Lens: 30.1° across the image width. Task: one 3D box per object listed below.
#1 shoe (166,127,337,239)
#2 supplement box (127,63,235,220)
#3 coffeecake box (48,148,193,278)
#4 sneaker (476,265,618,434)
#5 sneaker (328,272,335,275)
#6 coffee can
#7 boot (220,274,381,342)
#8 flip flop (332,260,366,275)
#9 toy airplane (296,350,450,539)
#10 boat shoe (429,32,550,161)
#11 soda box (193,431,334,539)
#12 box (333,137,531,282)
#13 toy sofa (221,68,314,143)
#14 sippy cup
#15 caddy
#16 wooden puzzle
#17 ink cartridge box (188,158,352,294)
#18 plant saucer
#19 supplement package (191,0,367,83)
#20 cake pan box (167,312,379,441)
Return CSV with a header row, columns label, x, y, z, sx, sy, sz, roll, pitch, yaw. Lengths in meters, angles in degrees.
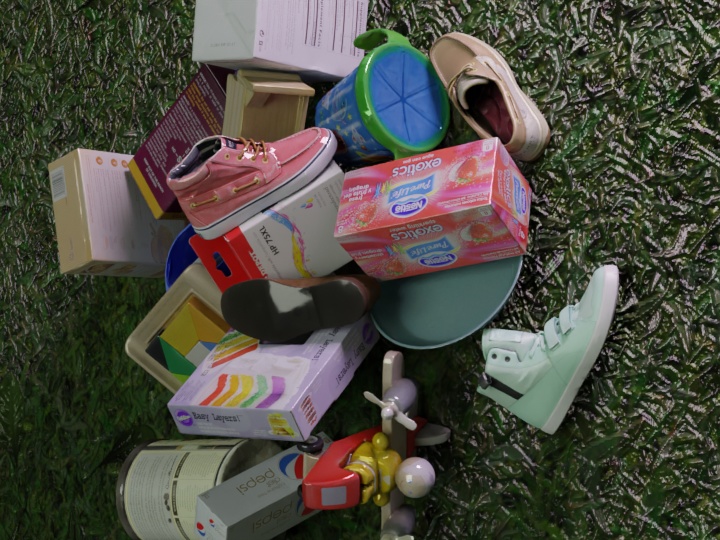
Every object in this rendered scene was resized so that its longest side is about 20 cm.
label,x,y,z,sx,sy,sz,roll,pitch,yaw
shoe,-0.126,-0.126,1.553,0.199,0.091,0.072,-34,34,-3
supplement box,-0.194,-0.166,1.779,0.200,0.130,0.104,-47,62,29
coffeecake box,-0.318,-0.074,1.835,0.073,0.199,0.155,-19,75,39
sneaker,0.196,0.069,1.439,0.117,0.074,0.202,24,109,2
sneaker,-0.063,0.095,1.661,0.073,0.070,0.202,24,118,42
coffee can,-0.202,0.293,1.753,0.199,0.146,0.148,-7,84,40
boot,-0.068,0.038,1.555,0.198,0.075,0.074,-4,101,27
flip flop,0.000,0.000,1.651,0.199,0.057,0.082,10,94,40
toy airplane,0.037,0.216,1.523,0.140,0.200,0.200,19,72,43
boat shoe,0.139,-0.207,1.535,0.200,0.066,0.074,50,118,30
soda box,-0.104,0.275,1.631,0.064,0.199,0.069,37,135,33
box,0.082,-0.065,1.508,0.198,0.103,0.095,-10,52,28
toy sofa,-0.122,-0.143,1.646,0.098,0.082,0.202,-139,55,-60
sippy cup,0.017,-0.188,1.607,0.130,0.140,0.179,-19,34,49
caddy,-0.180,-0.009,1.774,0.200,0.104,0.142,-41,64,31
wooden puzzle,-0.200,0.107,1.754,0.185,0.037,0.200,40,127,-6
ink cartridge box,-0.092,-0.037,1.604,0.199,0.117,0.067,-32,33,-3
plant saucer,0.102,0.011,1.533,0.198,0.036,0.201,-19,49,23
supplement package,-0.097,-0.300,1.654,0.113,0.199,0.111,5,92,40
cake pan box,-0.097,0.114,1.546,0.183,0.200,0.053,2,126,34
